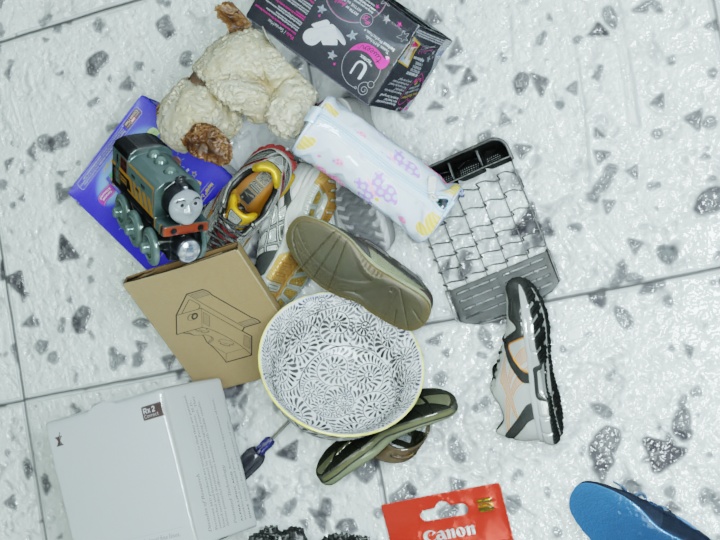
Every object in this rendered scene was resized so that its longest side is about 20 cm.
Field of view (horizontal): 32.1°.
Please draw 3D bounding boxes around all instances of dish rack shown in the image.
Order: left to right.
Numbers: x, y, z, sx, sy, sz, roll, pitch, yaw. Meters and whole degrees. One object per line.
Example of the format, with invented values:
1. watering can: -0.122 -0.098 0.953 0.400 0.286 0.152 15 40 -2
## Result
1. dish rack: 0.143 -0.040 1.490 0.153 0.055 0.200 -24 82 19

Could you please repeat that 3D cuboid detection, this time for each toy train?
1. toy train: -0.241 -0.085 1.490 0.200 0.085 0.114 42 135 51

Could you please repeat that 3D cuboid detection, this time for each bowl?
1. bowl: -0.030 0.133 1.511 0.200 0.094 0.201 6 54 -8

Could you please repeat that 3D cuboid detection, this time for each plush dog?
1. plush dog: -0.171 -0.209 1.502 0.172 0.160 0.200 -44 31 -4

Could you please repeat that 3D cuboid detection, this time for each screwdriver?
1. screwdriver: -0.101 0.204 1.594 0.200 0.029 0.028 -45 75 7

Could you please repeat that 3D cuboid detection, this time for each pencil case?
1. pencil case: 0.019 -0.115 1.436 0.200 0.091 0.083 35 94 1

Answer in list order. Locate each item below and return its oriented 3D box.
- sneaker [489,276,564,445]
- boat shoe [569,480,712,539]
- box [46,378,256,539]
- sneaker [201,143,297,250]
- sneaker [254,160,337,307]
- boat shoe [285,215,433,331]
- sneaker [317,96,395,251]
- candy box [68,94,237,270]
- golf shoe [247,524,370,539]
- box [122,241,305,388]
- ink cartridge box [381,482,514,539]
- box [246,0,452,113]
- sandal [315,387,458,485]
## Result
1. sneaker: 0.182 0.107 1.455 0.080 0.074 0.200 -5 96 25
2. boat shoe: 0.328 0.303 1.411 0.200 0.069 0.084 34 109 18
3. box: -0.264 0.257 1.575 0.199 0.131 0.200 -18 83 29
4. sneaker: -0.157 -0.066 1.510 0.078 0.082 0.200 35 107 -4
5. sneaker: -0.099 -0.043 1.577 0.088 0.076 0.200 27 93 32
6. boat shoe: 0.001 0.000 1.518 0.201 0.066 0.072 34 111 4
7. sneaker: 0.013 -0.121 1.529 0.075 0.082 0.200 -1 108 49
8. candy box: -0.251 -0.097 1.622 0.200 0.077 0.169 43 101 16
9. golf shoe: -0.048 0.372 1.544 0.200 0.078 0.095 1 93 31
10. box: -0.175 0.064 1.554 0.163 0.021 0.200 -17 126 20
11. ink cartridge box: 0.112 0.369 1.496 0.160 0.047 0.200 -14 86 19
12. box: -0.013 -0.291 1.510 0.200 0.132 0.115 39 105 17
13. sandal: 0.037 0.207 1.522 0.201 0.080 0.057 -34 106 18
